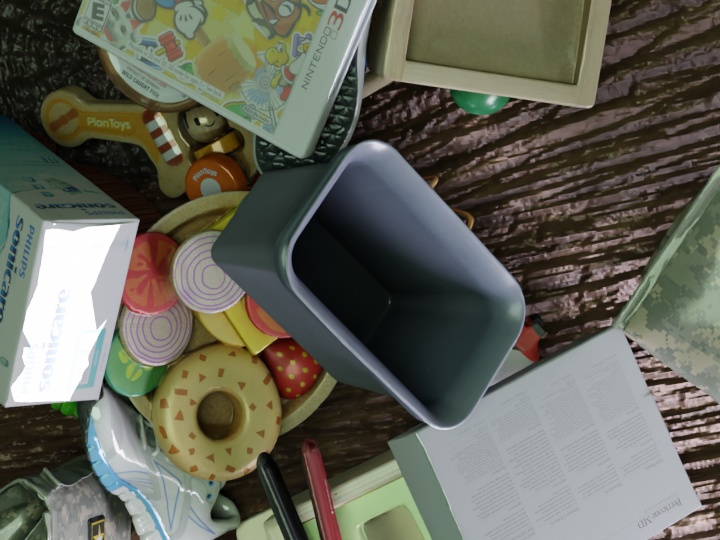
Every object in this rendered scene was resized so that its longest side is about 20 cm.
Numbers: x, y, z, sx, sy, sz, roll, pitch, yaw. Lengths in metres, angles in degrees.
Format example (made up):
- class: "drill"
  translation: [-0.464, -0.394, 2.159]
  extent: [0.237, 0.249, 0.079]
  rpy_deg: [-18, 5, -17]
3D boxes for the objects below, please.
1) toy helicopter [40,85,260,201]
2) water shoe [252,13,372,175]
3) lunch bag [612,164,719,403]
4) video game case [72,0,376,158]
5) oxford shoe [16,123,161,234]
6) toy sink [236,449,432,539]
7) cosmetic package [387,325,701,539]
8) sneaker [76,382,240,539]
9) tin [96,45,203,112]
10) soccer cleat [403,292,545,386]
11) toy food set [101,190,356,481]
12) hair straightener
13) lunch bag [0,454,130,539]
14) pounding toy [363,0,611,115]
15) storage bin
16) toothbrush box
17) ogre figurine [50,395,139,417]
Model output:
- class: "toy helicopter"
  translation: [-0.158, -0.121, 1.720]
  extent: [0.199, 0.079, 0.133]
  rpy_deg: [6, 115, 25]
- class: "water shoe"
  translation: [-0.024, -0.157, 1.624]
  extent: [0.071, 0.079, 0.201]
  rpy_deg: [18, 111, -2]
- class: "lunch bag"
  translation: [0.302, -0.002, 1.619]
  extent: [0.164, 0.118, 0.201]
  rpy_deg: [35, 104, 7]
- class: "video game case"
  translation: [-0.088, -0.203, 1.574]
  extent: [0.199, 0.023, 0.183]
  rpy_deg: [29, 112, 14]
- class: "oxford shoe"
  translation: [-0.229, -0.046, 1.743]
  extent: [0.199, 0.071, 0.074]
  rpy_deg: [32, 108, 26]
- class: "toy sink"
  translation: [0.003, 0.219, 1.706]
  extent: [0.199, 0.112, 0.131]
  rpy_deg: [-25, 90, 13]
- class: "cosmetic package"
  translation: [0.136, 0.148, 1.646]
  extent: [0.199, 0.052, 0.152]
  rpy_deg: [-25, 89, -29]
- class: "sneaker"
  translation: [-0.149, 0.143, 1.711]
  extent: [0.086, 0.200, 0.075]
  rpy_deg: [-19, 47, 9]
- class: "tin"
  translation: [-0.117, -0.204, 1.618]
  extent: [0.112, 0.042, 0.201]
  rpy_deg: [33, 113, 8]
- class: "soccer cleat"
  translation: [0.053, 0.010, 1.701]
  extent: [0.085, 0.069, 0.200]
  rpy_deg: [-44, 91, 7]
- class: "toy food set"
  translation: [-0.095, 0.039, 1.662]
  extent: [0.200, 0.049, 0.198]
  rpy_deg: [-37, 110, -11]
- class: "hair straightener"
  translation: [-0.043, 0.226, 1.644]
  extent: [0.076, 0.041, 0.201]
  rpy_deg: [-15, 96, 11]
- class: "lunch bag"
  translation: [-0.257, 0.233, 1.731]
  extent: [0.117, 0.164, 0.201]
  rpy_deg: [37, 102, 11]
- class: "pounding toy"
  translation: [0.077, -0.192, 1.652]
  extent: [0.183, 0.142, 0.201]
  rpy_deg: [8, 98, -8]
- class: "storage bin"
  translation: [0.000, 0.000, 1.594]
  extent: [0.200, 0.134, 0.146]
  rpy_deg: [45, 67, -30]
- class: "toothbrush box"
  translation: [-0.259, -0.011, 1.646]
  extent: [0.200, 0.085, 0.147]
  rpy_deg: [35, 118, 45]
- class: "ogre figurine"
  translation: [-0.135, 0.052, 1.726]
  extent: [0.199, 0.098, 0.121]
  rpy_deg: [5, 108, 22]
